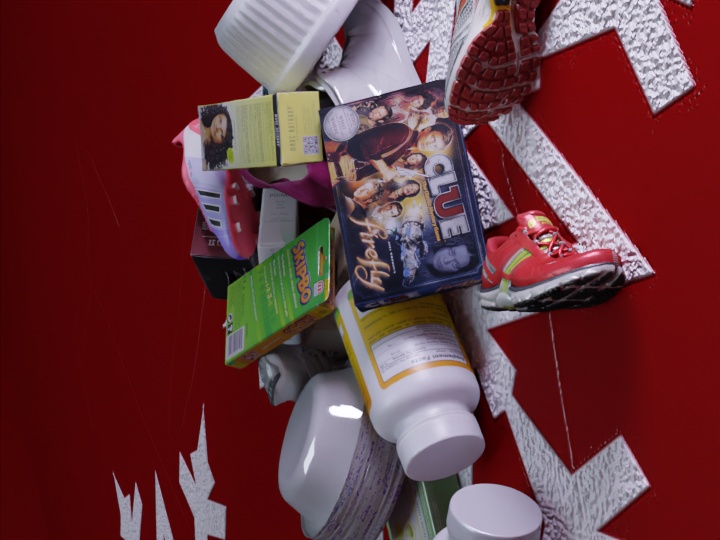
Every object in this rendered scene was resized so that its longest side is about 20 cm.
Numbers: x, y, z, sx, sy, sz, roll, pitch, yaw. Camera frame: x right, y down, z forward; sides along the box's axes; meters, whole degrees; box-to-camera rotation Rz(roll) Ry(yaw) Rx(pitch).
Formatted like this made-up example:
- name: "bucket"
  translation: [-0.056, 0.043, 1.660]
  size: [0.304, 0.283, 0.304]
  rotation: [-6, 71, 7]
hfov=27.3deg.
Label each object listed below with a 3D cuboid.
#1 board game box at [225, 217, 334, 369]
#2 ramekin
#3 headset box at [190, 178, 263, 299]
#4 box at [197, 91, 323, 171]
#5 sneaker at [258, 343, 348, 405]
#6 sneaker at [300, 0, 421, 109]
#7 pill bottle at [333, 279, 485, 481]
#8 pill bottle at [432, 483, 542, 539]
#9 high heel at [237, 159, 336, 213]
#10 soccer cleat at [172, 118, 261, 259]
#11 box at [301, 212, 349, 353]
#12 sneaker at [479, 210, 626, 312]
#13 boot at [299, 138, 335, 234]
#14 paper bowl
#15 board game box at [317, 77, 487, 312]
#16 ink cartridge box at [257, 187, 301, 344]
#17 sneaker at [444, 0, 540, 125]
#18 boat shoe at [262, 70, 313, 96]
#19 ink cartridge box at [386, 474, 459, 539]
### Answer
- name: "board game box"
  translation: [-0.082, 0.025, 1.553]
  size: [0.200, 0.030, 0.096]
  rotation: [-35, 47, 49]
- name: "ramekin"
  translation: [-0.068, -0.285, 1.549]
  size: [0.201, 0.105, 0.200]
  rotation: [-55, 9, 12]
- name: "headset box"
  translation: [-0.148, -0.063, 1.805]
  size: [0.149, 0.077, 0.201]
  rotation: [77, -162, -68]
- name: "box"
  translation: [-0.107, -0.142, 1.535]
  size: [0.200, 0.050, 0.076]
  rotation: [1, 96, 60]
- name: "sneaker"
  translation: [-0.061, 0.106, 1.660]
  size: [0.200, 0.087, 0.075]
  rotation: [7, -113, -77]
- name: "sneaker"
  translation: [-0.011, -0.214, 1.547]
  size: [0.074, 0.115, 0.201]
  rotation: [107, 150, -44]
- name: "pill bottle"
  translation: [0.052, 0.100, 1.457]
  size: [0.111, 0.110, 0.201]
  rotation: [114, 144, -48]
- name: "pill bottle"
  translation: [0.110, 0.303, 1.358]
  size: [0.112, 0.112, 0.201]
  rotation: [-134, 45, -56]
- name: "high heel"
  translation: [-0.095, -0.118, 1.602]
  size: [0.200, 0.096, 0.068]
  rotation: [36, 92, 35]
- name: "soccer cleat"
  translation: [-0.166, -0.090, 1.701]
  size: [0.076, 0.067, 0.201]
  rotation: [-27, 59, 19]
- name: "box"
  translation: [0.000, 0.000, 1.581]
  size: [0.200, 0.077, 0.095]
  rotation: [118, 155, -50]
- name: "sneaker"
  translation: [0.153, -0.010, 1.255]
  size: [0.200, 0.077, 0.085]
  rotation: [170, 101, -66]
- name: "boot"
  translation: [-0.047, -0.100, 1.698]
  size: [0.200, 0.076, 0.156]
  rotation: [0, 96, 64]
- name: "paper bowl"
  translation: [-0.020, 0.188, 1.568]
  size: [0.201, 0.104, 0.202]
  rotation: [-162, 90, -77]
- name: "board game box"
  translation: [0.043, -0.074, 1.425]
  size: [0.035, 0.135, 0.201]
  rotation: [48, -150, -73]
- name: "ink cartridge box"
  translation: [-0.088, -0.039, 1.714]
  size: [0.201, 0.050, 0.162]
  rotation: [-86, -4, -45]
- name: "sneaker"
  translation: [0.119, -0.223, 1.307]
  size: [0.082, 0.077, 0.201]
  rotation: [-125, 47, -56]
- name: "boat shoe"
  translation: [-0.083, -0.259, 1.762]
  size: [0.062, 0.075, 0.201]
  rotation: [51, 150, 35]
- name: "ink cartridge box"
  translation: [0.055, 0.289, 1.566]
  size: [0.200, 0.048, 0.146]
  rotation: [133, 129, -57]
